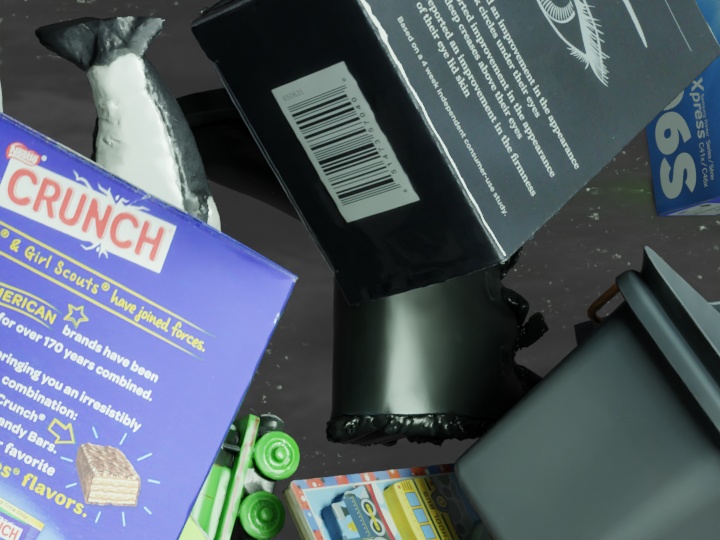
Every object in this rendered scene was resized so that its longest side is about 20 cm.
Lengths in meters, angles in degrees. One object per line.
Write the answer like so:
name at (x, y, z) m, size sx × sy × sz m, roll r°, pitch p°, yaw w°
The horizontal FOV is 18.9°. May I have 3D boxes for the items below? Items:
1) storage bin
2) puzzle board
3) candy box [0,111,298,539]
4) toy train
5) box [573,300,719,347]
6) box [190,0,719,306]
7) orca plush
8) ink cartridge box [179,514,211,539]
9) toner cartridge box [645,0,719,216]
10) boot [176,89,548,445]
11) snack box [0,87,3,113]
storage bin at (0.133, 0.089, 1.008) m, size 0.146 × 0.134 × 0.200 m, roll 57°, pitch 11°, yaw 27°
puzzle board at (0.058, 0.177, 0.974) m, size 0.150 × 0.017 × 0.201 m, roll -1°, pitch 58°, yaw -49°
candy box at (-0.140, 0.056, 0.805) m, size 0.168 × 0.077 × 0.201 m, roll 28°, pitch 75°, yaw -12°
toy train at (-0.076, 0.156, 0.973) m, size 0.056 × 0.042 × 0.202 m, roll 19°, pitch 71°, yaw -18°
box at (0.216, 0.094, 1.170) m, size 0.199 × 0.046 × 0.161 m, roll -6°, pitch 84°, yaw -34°
box at (0.048, -0.103, 0.964) m, size 0.200 × 0.104 × 0.149 m, roll -40°, pitch 106°, yaw -40°
orca plush at (-0.108, -0.015, 0.973) m, size 0.104 × 0.071 × 0.202 m, roll -20°, pitch 103°, yaw -8°
ink cartridge box at (-0.175, 0.077, 0.872) m, size 0.147 × 0.076 × 0.201 m, roll -35°, pitch 95°, yaw -20°
toner cartridge box at (0.192, -0.136, 1.170) m, size 0.043 × 0.095 × 0.202 m, roll -2°, pitch 81°, yaw -33°
boot at (-0.001, 0.000, 1.027) m, size 0.197 × 0.073 × 0.164 m, roll 3°, pitch 82°, yaw -34°
snack box at (-0.187, -0.026, 0.942) m, size 0.071 × 0.024 × 0.202 m, roll -3°, pitch 82°, yaw -31°
